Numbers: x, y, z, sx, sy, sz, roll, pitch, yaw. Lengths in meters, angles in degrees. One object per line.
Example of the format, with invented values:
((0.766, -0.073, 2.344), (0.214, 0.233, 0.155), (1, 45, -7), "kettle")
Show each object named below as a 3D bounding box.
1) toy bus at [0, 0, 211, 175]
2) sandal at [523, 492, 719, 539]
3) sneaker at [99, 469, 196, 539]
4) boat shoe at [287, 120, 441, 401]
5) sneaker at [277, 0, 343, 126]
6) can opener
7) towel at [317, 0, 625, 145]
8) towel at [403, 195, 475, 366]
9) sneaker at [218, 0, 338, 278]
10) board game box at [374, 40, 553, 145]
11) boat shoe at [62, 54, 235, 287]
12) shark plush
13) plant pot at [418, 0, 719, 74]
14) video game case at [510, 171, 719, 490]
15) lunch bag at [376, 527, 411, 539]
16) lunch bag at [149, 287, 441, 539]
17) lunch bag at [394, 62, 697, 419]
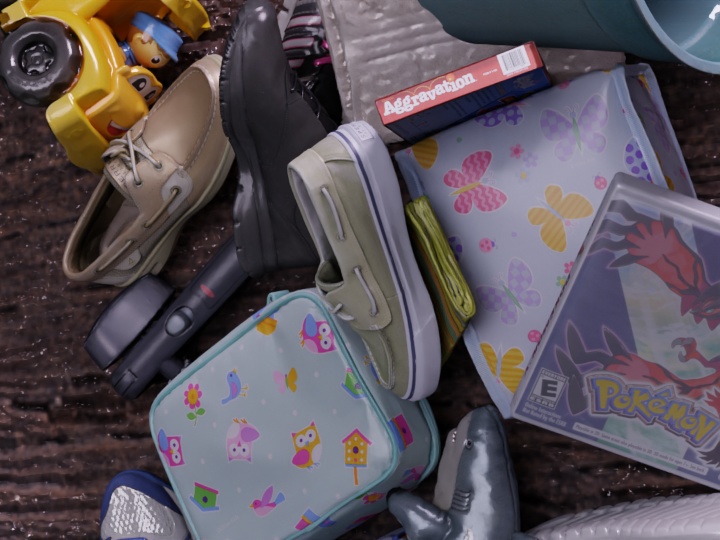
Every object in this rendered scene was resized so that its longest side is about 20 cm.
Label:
((-0.175, -0.197, 1.799), (0.192, 0.136, 0.200), (-27, 71, 3), "toy bus")
((0.191, 0.178, 1.616), (0.203, 0.082, 0.050), (-10, 98, 49), "sandal")
((-0.154, 0.237, 1.762), (0.075, 0.088, 0.200), (-15, 78, 23), "sneaker")
((0.000, 0.000, 1.598), (0.062, 0.072, 0.200), (-24, 117, -16), "boat shoe")
((-0.023, -0.146, 1.744), (0.200, 0.074, 0.087), (-51, 50, 16), "sneaker")
((-0.109, 0.013, 1.776), (0.200, 0.063, 0.079), (-43, 98, 11), "can opener")
((0.075, -0.162, 1.691), (0.200, 0.034, 0.133), (-11, 105, 4), "towel")
((0.035, 0.025, 1.657), (0.018, 0.200, 0.086), (-19, 74, -16), "towel")
((-0.046, -0.091, 1.688), (0.091, 0.076, 0.200), (-3, 120, 7), "sneaker")
((0.070, -0.109, 1.586), (0.103, 0.200, 0.019), (-19, 87, 6), "board game box")
((-0.148, -0.067, 1.769), (0.072, 0.065, 0.200), (55, 126, 32), "boat shoe")
((0.088, 0.191, 1.618), (0.083, 0.091, 0.200), (-36, 53, 33), "shark plush")
((0.141, -0.217, 1.539), (0.196, 0.200, 0.200), (2, 85, 43), "plant pot")
((0.219, 0.049, 1.576), (0.200, 0.023, 0.182), (20, 118, -4), "video game case")
((-0.027, 0.236, 1.648), (0.160, 0.200, 0.076), (-28, 83, 17), "lunch bag")
((-0.046, 0.104, 1.716), (0.200, 0.077, 0.160), (-36, 71, 32), "lunch bag")
((0.140, -0.015, 1.641), (0.170, 0.127, 0.200), (-22, 85, 18), "lunch bag")
